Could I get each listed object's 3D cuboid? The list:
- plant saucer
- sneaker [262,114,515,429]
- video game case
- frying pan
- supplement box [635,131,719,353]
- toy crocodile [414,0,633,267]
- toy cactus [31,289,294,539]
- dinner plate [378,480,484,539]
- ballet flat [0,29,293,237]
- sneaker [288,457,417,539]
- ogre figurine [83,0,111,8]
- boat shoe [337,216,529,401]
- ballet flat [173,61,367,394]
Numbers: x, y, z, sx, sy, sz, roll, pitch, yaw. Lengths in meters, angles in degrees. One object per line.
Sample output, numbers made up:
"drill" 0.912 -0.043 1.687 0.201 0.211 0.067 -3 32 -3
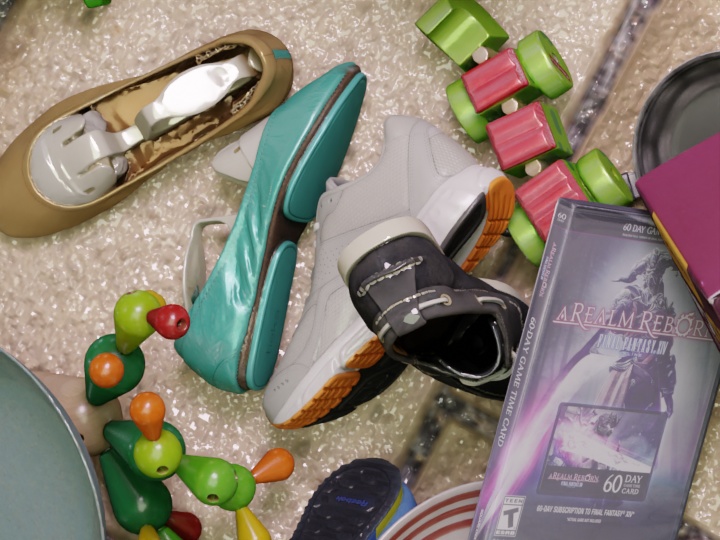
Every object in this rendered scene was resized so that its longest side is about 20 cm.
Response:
"plant saucer" -0.203 0.124 1.647 0.201 0.039 0.202 15 114 38
"sneaker" 0.000 0.000 1.646 0.092 0.076 0.200 46 109 22
"video game case" 0.140 0.065 1.608 0.142 0.019 0.201 7 103 -37
"frying pan" 0.184 -0.043 1.657 0.190 0.031 0.115 -41 84 17
"supplement box" 0.244 0.031 1.560 0.103 0.131 0.200 -28 122 3
"toy crocodile" 0.097 -0.068 1.636 0.067 0.062 0.201 -30 78 16
"toy cactus" -0.126 0.085 1.640 0.165 0.200 0.102 19 50 38
"dinner plate" 0.064 0.214 1.632 0.199 0.024 0.201 -4 98 -27
"ballet flat" -0.132 -0.083 1.665 0.200 0.063 0.069 -30 87 4
"sneaker" -0.030 0.195 1.615 0.066 0.079 0.200 16 49 37
"ogre figurine" -0.166 -0.198 1.640 0.200 0.120 0.098 -32 84 2
"boat shoe" 0.054 0.039 1.589 0.072 0.200 0.068 -38 58 10
"ballet flat" -0.060 -0.032 1.661 0.070 0.067 0.201 19 90 17
